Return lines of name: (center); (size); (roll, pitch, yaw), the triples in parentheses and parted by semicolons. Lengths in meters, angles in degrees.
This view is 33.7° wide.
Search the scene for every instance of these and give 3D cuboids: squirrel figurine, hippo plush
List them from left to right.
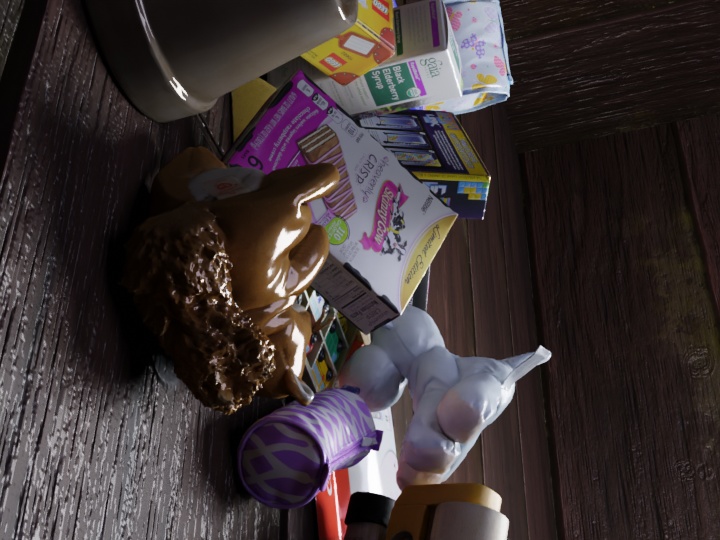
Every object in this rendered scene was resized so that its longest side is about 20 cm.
squirrel figurine: (-0.098, 0.028, 0.897); (0.200, 0.141, 0.187); (-52, 142, -54)
hippo plush: (0.063, 0.105, 1.186); (0.161, 0.200, 0.159); (40, 3, 13)

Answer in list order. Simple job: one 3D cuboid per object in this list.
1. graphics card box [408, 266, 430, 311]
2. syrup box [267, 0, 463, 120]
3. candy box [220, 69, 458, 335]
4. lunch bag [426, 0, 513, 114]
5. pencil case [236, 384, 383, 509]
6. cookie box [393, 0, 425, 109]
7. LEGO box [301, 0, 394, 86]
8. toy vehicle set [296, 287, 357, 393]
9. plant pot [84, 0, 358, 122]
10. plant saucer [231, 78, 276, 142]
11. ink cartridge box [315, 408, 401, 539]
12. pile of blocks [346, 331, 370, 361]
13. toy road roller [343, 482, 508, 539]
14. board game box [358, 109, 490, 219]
graphics card box: (0.049, -0.028, 1.462); (0.126, 0.051, 0.201); (-112, -158, -58)
syrup box: (0.006, -0.220, 1.286); (0.079, 0.199, 0.082); (62, 22, -54)
candy box: (-0.024, -0.060, 1.052); (0.200, 0.061, 0.137); (41, 52, -13)
lunch bag: (0.140, -0.340, 1.926); (0.127, 0.199, 0.170); (19, 61, -74)
pencil case: (-0.042, 0.157, 1.059); (0.084, 0.085, 0.200); (-69, 166, 9)
cookie box: (0.039, -0.277, 1.730); (0.200, 0.075, 0.172); (59, 24, -55)
LEGO box: (-0.059, -0.302, 1.182); (0.200, 0.077, 0.149); (30, 46, -38)
toy vehicle set: (-0.046, 0.029, 1.139); (0.200, 0.026, 0.125); (72, 33, -50)
plant pot: (-0.099, -0.230, 0.930); (0.200, 0.173, 0.201); (-10, 90, -78)
plant saucer: (-0.070, -0.078, 1.199); (0.200, 0.048, 0.201); (50, 33, -63)
ink cartridge box: (-0.002, 0.207, 1.269); (0.200, 0.057, 0.163); (50, 33, -73)
pile of blocks: (-0.015, 0.023, 1.289); (0.062, 0.082, 0.201); (10, 81, -58)
toy road roller: (0.074, 0.290, 1.152); (0.146, 0.200, 0.123); (37, 55, -36)
board game box: (0.042, -0.125, 1.339); (0.200, 0.165, 0.057); (-105, -160, -61)
